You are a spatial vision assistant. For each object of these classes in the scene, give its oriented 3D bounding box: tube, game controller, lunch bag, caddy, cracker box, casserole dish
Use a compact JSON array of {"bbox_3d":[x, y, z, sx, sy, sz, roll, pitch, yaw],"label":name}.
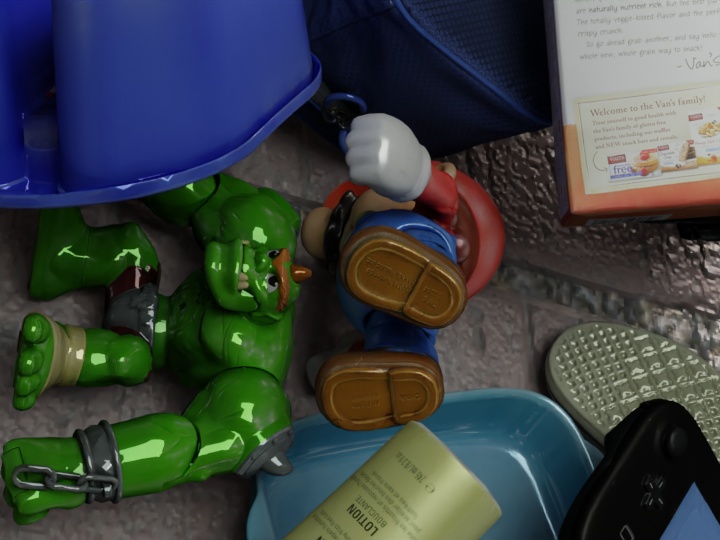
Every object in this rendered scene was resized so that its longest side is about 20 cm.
[{"bbox_3d":[-0.033,0.142,0.664,0.200,0.058,0.052,-43,105,-7],"label":"tube"},{"bbox_3d":[0.155,0.156,0.819,0.200,0.042,0.104,57,46,-28],"label":"game controller"},{"bbox_3d":[0.026,-0.143,0.855,0.136,0.132,0.201,36,59,-33],"label":"lunch bag"},{"bbox_3d":[-0.098,-0.084,0.723,0.200,0.141,0.105,-50,141,-58],"label":"caddy"},{"bbox_3d":[0.148,-0.125,0.783,0.133,0.058,0.201,-4,86,1],"label":"cracker box"},{"bbox_3d":[0.033,0.120,0.803,0.199,0.039,0.122,-6,66,-31],"label":"casserole dish"}]

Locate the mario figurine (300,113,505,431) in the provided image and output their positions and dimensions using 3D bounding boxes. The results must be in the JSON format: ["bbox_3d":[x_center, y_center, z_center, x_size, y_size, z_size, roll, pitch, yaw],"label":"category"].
[{"bbox_3d":[0.000,0.000,0.776,0.123,0.200,0.106,-42,98,12],"label":"mario figurine"}]

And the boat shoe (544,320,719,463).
[{"bbox_3d":[0.177,0.096,0.885,0.200,0.062,0.075,30,65,3],"label":"boat shoe"}]

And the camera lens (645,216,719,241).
[{"bbox_3d":[0.207,-0.117,0.893,0.159,0.160,0.201,-2,93,-27],"label":"camera lens"}]

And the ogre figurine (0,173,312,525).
[{"bbox_3d":[-0.085,0.016,0.763,0.119,0.098,0.200,8,35,-11],"label":"ogre figurine"}]
